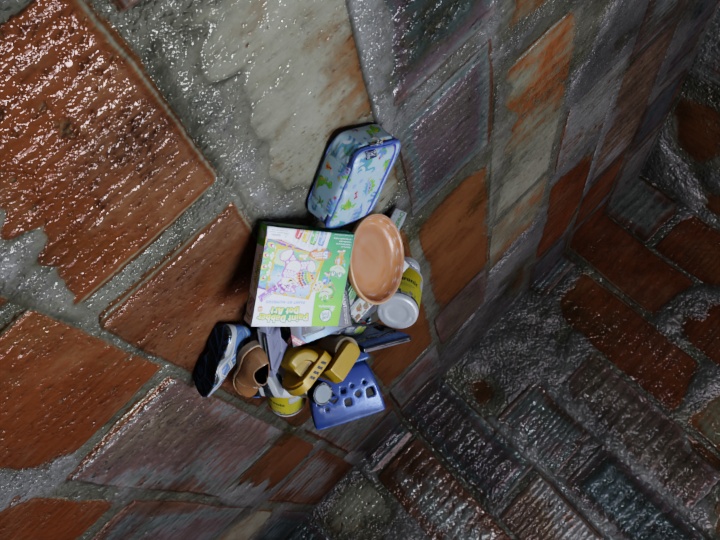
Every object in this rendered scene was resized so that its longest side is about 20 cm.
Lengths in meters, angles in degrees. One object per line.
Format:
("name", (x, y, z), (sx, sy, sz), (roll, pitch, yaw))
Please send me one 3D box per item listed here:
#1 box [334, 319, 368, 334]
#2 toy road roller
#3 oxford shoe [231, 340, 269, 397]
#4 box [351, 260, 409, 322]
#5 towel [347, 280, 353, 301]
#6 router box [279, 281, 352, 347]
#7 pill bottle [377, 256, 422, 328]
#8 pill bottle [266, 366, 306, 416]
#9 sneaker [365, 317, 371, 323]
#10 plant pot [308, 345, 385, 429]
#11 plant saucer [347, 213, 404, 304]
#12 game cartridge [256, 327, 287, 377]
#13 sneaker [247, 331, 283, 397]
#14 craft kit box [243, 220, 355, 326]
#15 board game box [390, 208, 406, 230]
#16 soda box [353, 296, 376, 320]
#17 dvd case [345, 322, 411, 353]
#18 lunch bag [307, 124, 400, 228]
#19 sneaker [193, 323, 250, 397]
("box", (-0.067, 0.116, 1.570), (0.035, 0.110, 0.200), (-53, 156, 11))
("toy road roller", (-0.113, 0.218, 1.501), (0.146, 0.122, 0.200), (49, 66, -27))
("oxford shoe", (-0.237, 0.238, 1.357), (0.071, 0.071, 0.201), (-32, 156, -30))
("box", (0.044, 0.048, 1.571), (0.200, 0.039, 0.041), (-47, 177, -8))
("towel", (0.000, 0.000, 1.483), (0.153, 0.023, 0.202), (17, 97, -84))
("router box", (-0.103, 0.045, 1.302), (0.149, 0.062, 0.202), (-19, 115, -28))
("pill bottle", (0.112, 0.053, 1.680), (0.201, 0.110, 0.112), (-74, -173, -53))
("pill bottle", (-0.198, 0.301, 1.638), (0.111, 0.111, 0.201), (-35, 154, -26))
("sneaker", (0.002, 0.171, 1.828), (0.086, 0.077, 0.200), (-45, 158, -12))
("plant pot", (-0.057, 0.294, 1.684), (0.198, 0.182, 0.200), (-14, -170, -8))
("plant saucer", (0.028, -0.026, 1.370), (0.199, 0.037, 0.203), (-2, 92, -51))
("game cartridge", (-0.189, 0.132, 1.381), (0.201, 0.038, 0.130), (92, 17, -48))
("sneaker", (-0.264, 0.235, 1.471), (0.073, 0.111, 0.201), (-82, 160, -54))
("craft kit box", (-0.119, 0.012, 1.216), (0.198, 0.048, 0.200), (3, 107, -34))
("board game box", (0.053, -0.040, 1.512), (0.127, 0.034, 0.201), (103, 12, -61))
("soda box", (0.002, 0.060, 1.662), (0.068, 0.064, 0.201), (-39, 156, -22))
("dvd case", (0.027, 0.178, 1.648), (0.141, 0.200, 0.018), (-12, 101, -25))
("lunch bag", (-0.010, -0.187, 1.222), (0.160, 0.082, 0.201), (-25, 150, -47))
("sneaker", (-0.300, 0.199, 1.338), (0.077, 0.076, 0.201), (-5, 134, -52))
